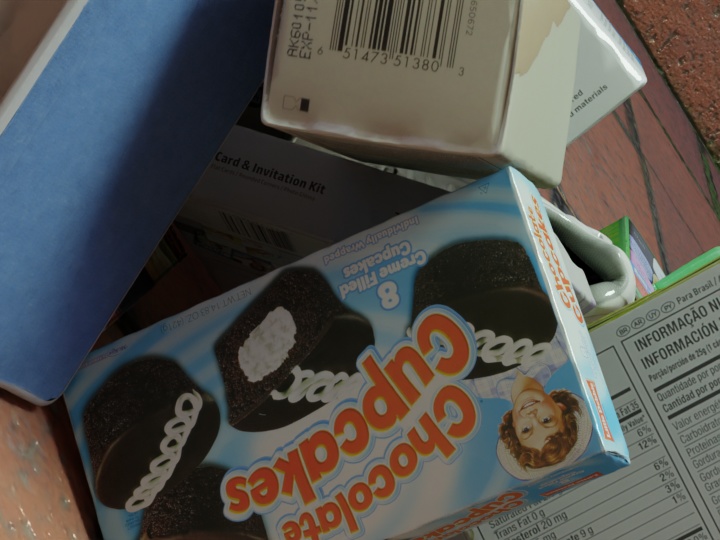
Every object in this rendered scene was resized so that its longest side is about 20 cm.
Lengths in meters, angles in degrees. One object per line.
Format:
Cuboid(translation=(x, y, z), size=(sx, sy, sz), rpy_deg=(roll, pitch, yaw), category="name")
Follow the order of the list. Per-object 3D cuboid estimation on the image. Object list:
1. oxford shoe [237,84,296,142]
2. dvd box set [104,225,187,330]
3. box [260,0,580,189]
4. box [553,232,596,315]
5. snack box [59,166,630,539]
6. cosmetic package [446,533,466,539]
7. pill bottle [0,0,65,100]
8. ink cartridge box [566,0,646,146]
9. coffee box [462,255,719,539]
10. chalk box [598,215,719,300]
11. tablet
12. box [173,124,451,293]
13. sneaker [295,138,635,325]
Cuboid(translation=(-0.046, -0.124, 1.149), size=(0.058, 0.075, 0.200), rpy_deg=(-66, 166, -51), category="oxford shoe")
Cuboid(translation=(-0.148, -0.072, 1.101), size=(0.200, 0.029, 0.146), rpy_deg=(61, 15, -5), category="dvd box set")
Cuboid(translation=(0.029, -0.080, 1.029), size=(0.200, 0.095, 0.078), rpy_deg=(8, 90, -81), category="box")
Cuboid(translation=(-0.001, 0.048, 1.043), size=(0.041, 0.200, 0.039), rpy_deg=(40, 19, -58), category="box")
Cuboid(translation=(-0.009, 0.054, 0.987), size=(0.037, 0.200, 0.116), rpy_deg=(28, 41, -64), category="snack box")
Cuboid(translation=(0.022, 0.141, 1.151), size=(0.200, 0.102, 0.074), rpy_deg=(63, 13, 1), category="cosmetic package")
Cuboid(translation=(-0.117, -0.151, 1.062), size=(0.111, 0.111, 0.200), rpy_deg=(52, 18, -32), category="pill bottle")
Cuboid(translation=(0.041, -0.146, 1.234), size=(0.200, 0.085, 0.145), rpy_deg=(52, 9, -3), category="ink cartridge box")
Cuboid(translation=(0.167, 0.113, 1.082), size=(0.198, 0.200, 0.200), rpy_deg=(63, 8, 16), category="coffee box")
Cuboid(translation=(0.131, 0.060, 1.473), size=(0.125, 0.200, 0.124), rpy_deg=(58, 15, -12), category="chalk box")
Cuboid(translation=(-0.094, -0.049, 0.962), size=(0.014, 0.200, 0.130), rpy_deg=(32, -2, 29), category="tablet")
Cuboid(translation=(0.000, 0.000, 1.176), size=(0.200, 0.156, 0.041), rpy_deg=(64, 46, -68), category="box")
Cuboid(translation=(0.041, -0.025, 1.236), size=(0.200, 0.075, 0.081), rpy_deg=(21, -5, 0), category="sneaker")
